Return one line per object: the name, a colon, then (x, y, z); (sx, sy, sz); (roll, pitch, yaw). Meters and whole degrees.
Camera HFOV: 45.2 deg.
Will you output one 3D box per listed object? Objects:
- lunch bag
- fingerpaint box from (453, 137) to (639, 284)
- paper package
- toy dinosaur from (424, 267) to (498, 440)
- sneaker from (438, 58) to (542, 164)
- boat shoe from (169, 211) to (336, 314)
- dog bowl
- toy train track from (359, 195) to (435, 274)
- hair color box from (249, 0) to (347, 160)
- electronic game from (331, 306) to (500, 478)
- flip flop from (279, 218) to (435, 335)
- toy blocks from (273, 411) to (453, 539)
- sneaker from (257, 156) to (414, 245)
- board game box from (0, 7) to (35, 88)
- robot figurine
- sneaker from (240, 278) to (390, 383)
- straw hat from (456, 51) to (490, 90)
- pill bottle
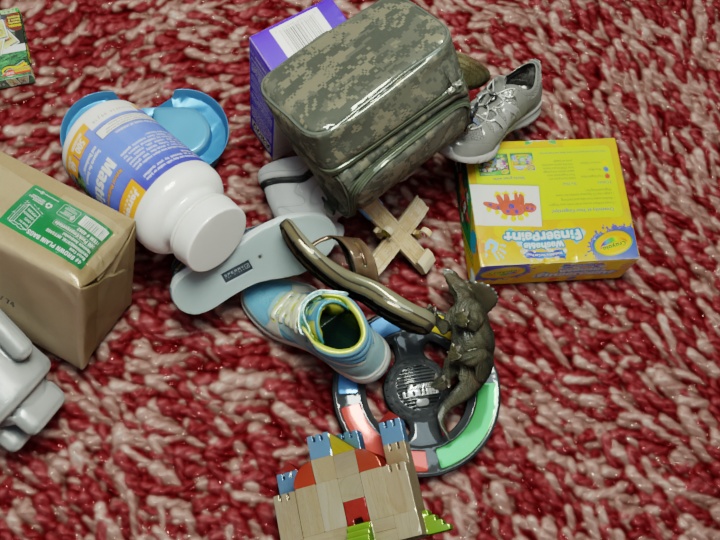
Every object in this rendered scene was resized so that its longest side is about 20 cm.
lunch bag: (0.020, -0.167, 0.926); (0.200, 0.168, 0.139); (-38, 52, -9)
fingerpaint box: (0.228, -0.074, 1.085); (0.199, 0.073, 0.168); (-4, 70, -7)
paper package: (-0.353, -0.014, 0.922); (0.199, 0.191, 0.104); (28, 55, 3)
toy dinosaur: (0.122, 0.087, 0.975); (0.102, 0.077, 0.201); (8, 74, -47)
sneaker: (0.155, -0.198, 1.051); (0.075, 0.082, 0.200); (28, 48, 25)
boat shoe: (-0.129, -0.025, 0.998); (0.199, 0.091, 0.071); (-24, 117, -5)
dog bowl: (-0.262, -0.161, 1.065); (0.199, 0.050, 0.112); (-4, 71, -9)
toy train track: (0.023, -0.071, 1.020); (0.200, 0.032, 0.115); (45, 68, -19)
hair color box: (-0.072, -0.221, 1.030); (0.109, 0.200, 0.065); (-31, 79, -15)
electronic game: (0.065, 0.139, 1.006); (0.199, 0.042, 0.201); (3, 70, -7)
flip flop: (0.000, 0.000, 0.936); (0.199, 0.081, 0.058); (31, 81, 0)
toy blocks: (-0.016, 0.233, 0.929); (0.199, 0.100, 0.137); (-18, 69, 10)
sneaker: (-0.021, -0.083, 1.060); (0.199, 0.075, 0.116); (-8, 81, -17)
board game box: (-0.519, -0.265, 1.084); (0.199, 0.023, 0.105); (-15, 75, -12)
robot figurine: (-0.408, 0.097, 0.904); (0.200, 0.169, 0.113); (45, 26, -12)
sneaker: (-0.061, 0.044, 0.959); (0.199, 0.131, 0.080); (25, 75, 20)
straw hat: (0.055, -0.209, 1.065); (0.200, 0.201, 0.086); (8, 85, -4)
pill bottle: (-0.220, -0.089, 0.937); (0.200, 0.112, 0.112); (39, 70, 23)
